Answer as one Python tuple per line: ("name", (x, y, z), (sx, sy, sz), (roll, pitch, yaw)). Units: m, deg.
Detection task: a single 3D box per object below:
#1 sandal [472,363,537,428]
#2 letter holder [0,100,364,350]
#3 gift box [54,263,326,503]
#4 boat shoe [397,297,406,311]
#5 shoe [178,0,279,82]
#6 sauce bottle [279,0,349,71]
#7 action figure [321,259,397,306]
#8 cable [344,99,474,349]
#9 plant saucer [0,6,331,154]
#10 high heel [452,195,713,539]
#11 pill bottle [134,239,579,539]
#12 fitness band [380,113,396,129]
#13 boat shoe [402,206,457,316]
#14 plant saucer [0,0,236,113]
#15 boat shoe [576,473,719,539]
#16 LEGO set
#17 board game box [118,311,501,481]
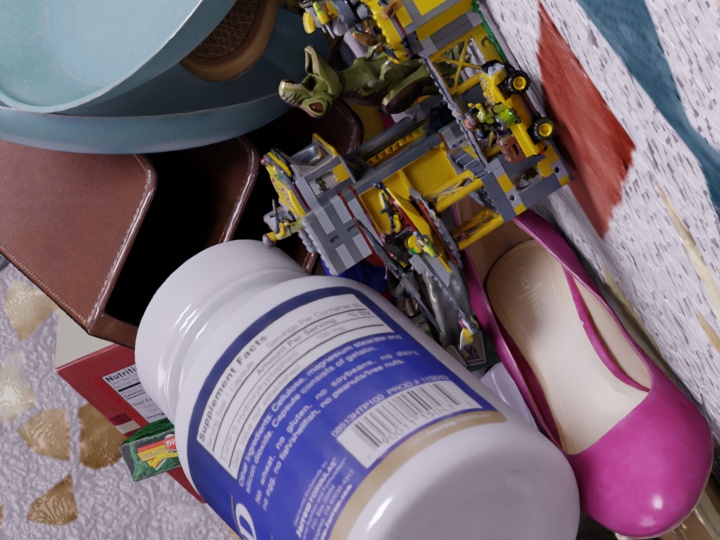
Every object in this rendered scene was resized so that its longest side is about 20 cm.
("sandal", (0.085, 0.075, 1.423), (0.079, 0.059, 0.207), (50, 145, 2))
("letter holder", (-0.096, -0.050, 1.399), (0.100, 0.143, 0.200), (19, -172, -29))
("gift box", (-0.073, 0.014, 1.762), (0.200, 0.183, 0.188), (52, -153, -44))
("boat shoe", (0.023, -0.005, 1.657), (0.201, 0.074, 0.062), (63, -179, 2))
("shoe", (-0.066, -0.171, 1.329), (0.053, 0.069, 0.201), (47, -150, -60))
("sauce bottle", (-0.041, -0.141, 1.480), (0.065, 0.065, 0.200), (55, 177, 30))
("action figure", (0.000, 0.000, 1.492), (0.051, 0.066, 0.201), (12, 136, 25))
("cable", (0.016, -0.005, 1.333), (0.200, 0.050, 0.098), (-103, 6, -60))
("plant saucer", (-0.113, -0.093, 1.345), (0.200, 0.199, 0.028), (-130, 37, -61))
("high heel", (0.088, 0.034, 1.227), (0.096, 0.067, 0.200), (48, -166, -27))
("pill bottle", (-0.009, 0.072, 1.239), (0.200, 0.120, 0.120), (41, 165, 44))
("fitness band", (-0.008, -0.008, 1.559), (0.201, 0.143, 0.038), (60, -147, -32))
("boat shoe", (0.058, 0.027, 1.473), (0.075, 0.068, 0.200), (57, 175, 38))
("plant saucer", (-0.094, -0.154, 1.262), (0.036, 0.200, 0.200), (29, -165, -38))
("boat shoe", (0.129, 0.112, 1.315), (0.073, 0.063, 0.201), (58, 176, -6))
("LEGO set", (-0.003, -0.064, 1.205), (0.154, 0.115, 0.200), (60, 175, -25))
("board game box", (-0.009, 0.050, 1.380), (0.024, 0.199, 0.105), (67, -157, -9))
